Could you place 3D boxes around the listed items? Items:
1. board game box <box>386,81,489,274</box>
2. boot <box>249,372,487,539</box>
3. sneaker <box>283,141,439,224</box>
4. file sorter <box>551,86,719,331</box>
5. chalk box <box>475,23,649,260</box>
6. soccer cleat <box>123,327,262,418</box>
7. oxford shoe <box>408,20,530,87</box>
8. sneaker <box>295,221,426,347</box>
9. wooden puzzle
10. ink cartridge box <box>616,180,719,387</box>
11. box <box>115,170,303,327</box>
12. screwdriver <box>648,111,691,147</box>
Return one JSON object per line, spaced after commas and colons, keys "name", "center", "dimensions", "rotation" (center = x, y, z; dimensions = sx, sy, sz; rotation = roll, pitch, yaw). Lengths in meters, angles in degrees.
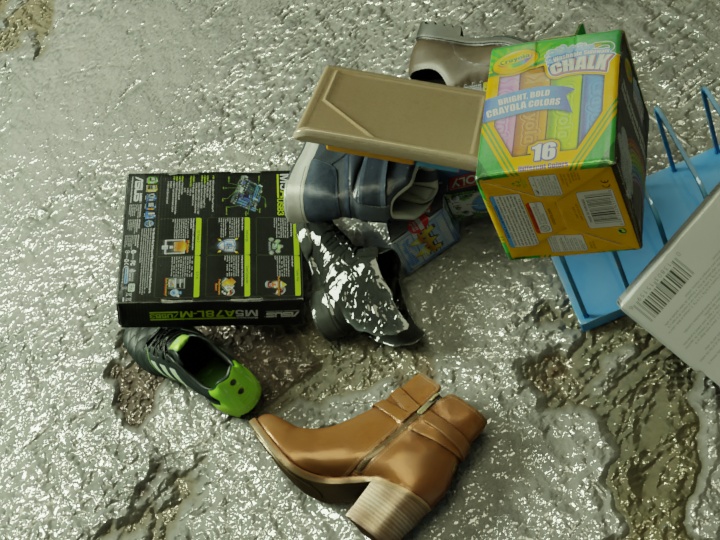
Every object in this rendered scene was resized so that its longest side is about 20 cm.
{"name": "board game box", "center": [0.095, -0.099, 1.437], "dimensions": [0.200, 0.062, 0.200], "rotation": [-9, 53, 19]}
{"name": "boot", "center": [0.007, 0.152, 1.282], "dimensions": [0.200, 0.074, 0.155], "rotation": [32, 74, 26]}
{"name": "sneaker", "center": [0.015, -0.123, 1.407], "dimensions": [0.146, 0.077, 0.202], "rotation": [0, 48, 16]}
{"name": "file sorter", "center": [0.267, -0.064, 1.289], "dimensions": [0.200, 0.123, 0.139], "rotation": [-24, 48, 8]}
{"name": "chalk box", "center": [0.183, -0.127, 1.213], "dimensions": [0.124, 0.124, 0.200], "rotation": [-6, 52, 21]}
{"name": "soccer cleat", "center": [-0.181, 0.085, 1.412], "dimensions": [0.200, 0.081, 0.068], "rotation": [26, 69, 37]}
{"name": "oxford shoe", "center": [0.142, -0.216, 1.511], "dimensions": [0.200, 0.073, 0.084], "rotation": [14, 79, 35]}
{"name": "sneaker", "center": [-0.002, -0.001, 1.403], "dimensions": [0.104, 0.060, 0.200], "rotation": [-25, 54, 22]}
{"name": "wooden puzzle", "center": [0.040, -0.147, 1.354], "dimensions": [0.185, 0.037, 0.200], "rotation": [11, 28, 5]}
{"name": "ink cartridge box", "center": [0.353, 0.009, 1.182], "dimensions": [0.174, 0.044, 0.200], "rotation": [40, 98, 2]}
{"name": "box", "center": [-0.158, -0.026, 1.458], "dimensions": [0.193, 0.048, 0.200], "rotation": [0, 46, -6]}
{"name": "screwdriver", "center": [0.280, -0.175, 1.433], "dimensions": [0.029, 0.028, 0.200], "rotation": [-55, 45, 21]}
